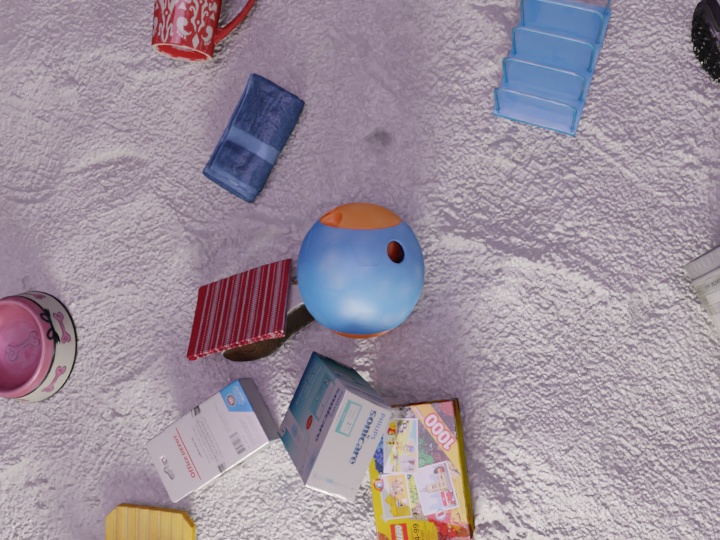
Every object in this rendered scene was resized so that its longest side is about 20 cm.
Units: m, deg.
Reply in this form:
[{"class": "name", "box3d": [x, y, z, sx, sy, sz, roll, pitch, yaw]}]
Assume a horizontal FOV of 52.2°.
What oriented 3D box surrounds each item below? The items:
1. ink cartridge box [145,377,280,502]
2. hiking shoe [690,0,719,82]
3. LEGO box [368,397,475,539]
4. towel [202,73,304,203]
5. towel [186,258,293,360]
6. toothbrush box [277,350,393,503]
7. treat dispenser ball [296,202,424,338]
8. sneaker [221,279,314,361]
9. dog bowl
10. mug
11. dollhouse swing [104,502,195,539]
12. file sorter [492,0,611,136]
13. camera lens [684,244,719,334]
[{"class": "ink cartridge box", "box3d": [-0.245, 0.281, 1.223, 0.197, 0.067, 0.118, -33, 79, 9]}, {"class": "hiking shoe", "box3d": [0.566, -0.318, 1.078, 0.099, 0.076, 0.203, -29, 88, 1]}, {"class": "LEGO box", "box3d": [0.090, 0.308, 1.132, 0.145, 0.077, 0.206, -9, 83, 13]}, {"class": "towel", "box3d": [-0.183, -0.228, 1.262, 0.110, 0.048, 0.204, 29, 92, 14]}, {"class": "towel", "box3d": [-0.198, 0.065, 1.206, 0.195, 0.023, 0.148, -16, 51, 24]}, {"class": "toothbrush box", "box3d": [-0.043, 0.228, 1.105, 0.084, 0.200, 0.150, 24, 92, -21]}, {"class": "treat dispenser ball", "box3d": [0.000, 0.000, 1.117, 0.195, 0.201, 0.208, -1, 85, 13]}, {"class": "sneaker", "box3d": [-0.151, 0.080, 1.229, 0.197, 0.073, 0.086, -31, 45, 17]}, {"class": "dog bowl", "box3d": [-0.616, 0.138, 1.325, 0.194, 0.074, 0.207, -1, 84, 14]}, {"class": "mug", "box3d": [-0.278, -0.475, 1.267, 0.172, 0.133, 0.206, 8, 90, 16]}, {"class": "dollhouse swing", "box3d": [-0.372, 0.511, 1.191, 0.194, 0.182, 0.181, 2, 106, 14]}, {"class": "file sorter", "box3d": [0.290, -0.334, 1.115, 0.135, 0.122, 0.206, 17, 90, 15]}, {"class": "camera lens", "box3d": [0.559, 0.044, 0.995, 0.157, 0.160, 0.204, -29, 79, 9]}]
